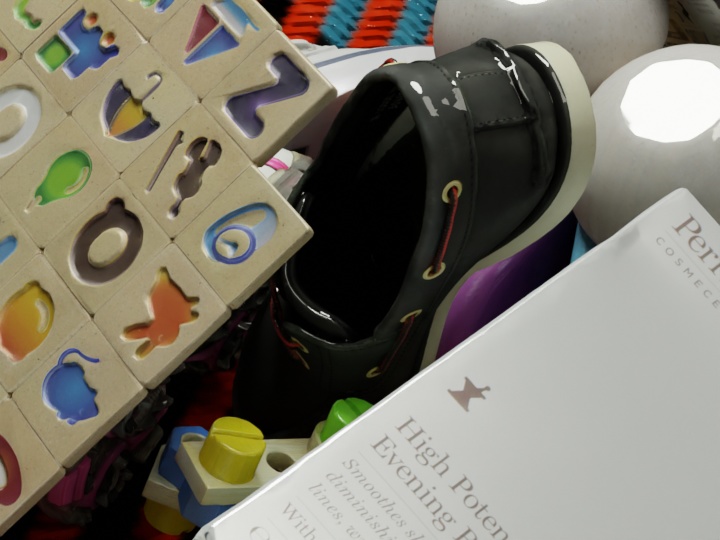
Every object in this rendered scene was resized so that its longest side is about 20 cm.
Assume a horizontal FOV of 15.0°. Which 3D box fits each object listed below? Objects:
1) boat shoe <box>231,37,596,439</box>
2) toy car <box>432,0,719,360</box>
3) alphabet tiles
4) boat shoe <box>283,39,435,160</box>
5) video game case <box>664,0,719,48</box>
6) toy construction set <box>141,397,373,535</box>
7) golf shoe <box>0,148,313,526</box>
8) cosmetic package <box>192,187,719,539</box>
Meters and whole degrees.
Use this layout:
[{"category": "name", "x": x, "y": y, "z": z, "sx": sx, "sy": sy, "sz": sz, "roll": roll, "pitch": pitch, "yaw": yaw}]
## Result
[{"category": "boat shoe", "x": -0.001, "y": -0.002, "z": 0.845, "sx": 0.063, "sy": 0.201, "sz": 0.074, "roll": -8, "pitch": 64, "yaw": -30}, {"category": "toy car", "x": 0.073, "y": -0.009, "z": 0.954, "sx": 0.150, "sy": 0.175, "sz": 0.200, "roll": -34, "pitch": 52, "yaw": -9}, {"category": "alphabet tiles", "x": -0.105, "y": -0.014, "z": 0.840, "sx": 0.166, "sy": 0.200, "sz": 0.006, "roll": 48, "pitch": 2, "yaw": 37}, {"category": "boat shoe", "x": -0.035, "y": -0.061, "z": 1.021, "sx": 0.199, "sy": 0.074, "sz": 0.065, "roll": -10, "pitch": 47, "yaw": -40}, {"category": "video game case", "x": 0.140, "y": -0.081, "z": 1.018, "sx": 0.182, "sy": 0.036, "sz": 0.200, "roll": 52, "pitch": -3, "yaw": -12}, {"category": "toy construction set", "x": 0.040, "y": 0.093, "z": 0.835, "sx": 0.199, "sy": 0.092, "sz": 0.131, "roll": -4, "pitch": 38, "yaw": -16}, {"category": "golf shoe", "x": -0.080, "y": 0.001, "z": 0.908, "sx": 0.092, "sy": 0.073, "sz": 0.200, "roll": 27, "pitch": 34, "yaw": 14}, {"category": "cosmetic package", "x": 0.047, "y": 0.071, "z": 0.750, "sx": 0.200, "sy": 0.074, "sz": 0.102, "roll": -36, "pitch": 78, "yaw": -34}]
